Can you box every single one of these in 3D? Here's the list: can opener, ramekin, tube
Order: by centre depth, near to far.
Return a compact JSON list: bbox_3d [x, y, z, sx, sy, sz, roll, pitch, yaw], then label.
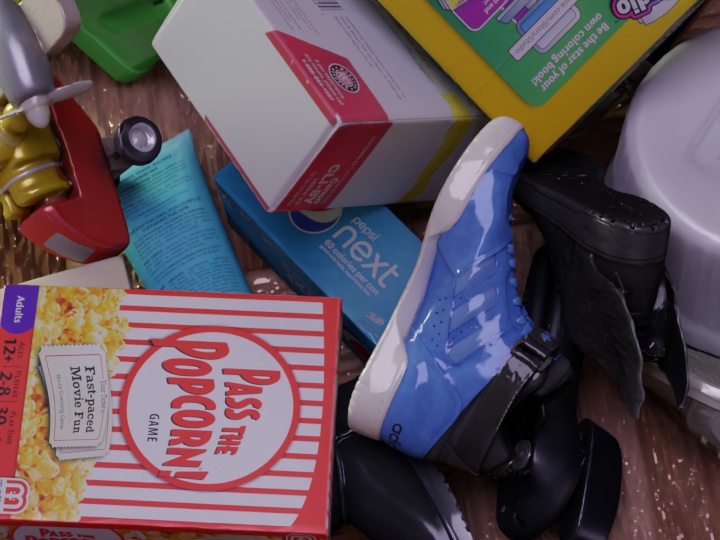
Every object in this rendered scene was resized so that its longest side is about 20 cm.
[{"bbox_3d":[0.112,0.071,1.545,0.063,0.079,0.201,-24,51,39],"label":"can opener"},{"bbox_3d":[0.244,-0.054,1.548,0.200,0.098,0.201,-1,58,1],"label":"ramekin"},{"bbox_3d":[-0.106,0.000,1.607,0.077,0.050,0.200,-24,58,-6],"label":"tube"}]

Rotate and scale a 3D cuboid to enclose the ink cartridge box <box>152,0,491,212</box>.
[{"bbox_3d":[-0.003,-0.116,1.568,0.200,0.083,0.145,-6,52,-47],"label":"ink cartridge box"}]

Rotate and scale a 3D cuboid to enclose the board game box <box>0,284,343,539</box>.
[{"bbox_3d":[-0.112,0.087,1.486,0.199,0.046,0.152,2,61,1],"label":"board game box"}]

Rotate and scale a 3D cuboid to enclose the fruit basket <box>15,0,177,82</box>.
[{"bbox_3d":[-0.196,-0.219,1.668,0.215,0.216,0.156,21,68,16],"label":"fruit basket"}]

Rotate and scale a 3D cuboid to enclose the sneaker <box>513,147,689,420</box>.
[{"bbox_3d":[0.134,0.002,1.508,0.060,0.105,0.200,-7,21,-20],"label":"sneaker"}]

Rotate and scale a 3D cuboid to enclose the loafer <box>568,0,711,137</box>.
[{"bbox_3d":[0.171,-0.151,1.574,0.072,0.200,0.063,-4,47,-42],"label":"loafer"}]

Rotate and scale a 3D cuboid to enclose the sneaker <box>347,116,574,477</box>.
[{"bbox_3d":[0.081,0.020,1.477,0.111,0.077,0.200,23,84,10],"label":"sneaker"}]

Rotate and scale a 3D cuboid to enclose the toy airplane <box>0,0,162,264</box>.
[{"bbox_3d":[-0.233,-0.102,1.571,0.199,0.200,0.141,23,47,30],"label":"toy airplane"}]

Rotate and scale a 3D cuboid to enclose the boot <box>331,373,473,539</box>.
[{"bbox_3d":[-0.045,0.163,1.505,0.199,0.066,0.165,-25,56,-8],"label":"boot"}]

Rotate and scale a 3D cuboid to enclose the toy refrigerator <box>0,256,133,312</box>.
[{"bbox_3d":[-0.227,0.065,1.576,0.199,0.070,0.076,-16,59,-3],"label":"toy refrigerator"}]

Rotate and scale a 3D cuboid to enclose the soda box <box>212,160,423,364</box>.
[{"bbox_3d":[0.000,0.000,1.581,0.068,0.064,0.200,-39,67,-12],"label":"soda box"}]

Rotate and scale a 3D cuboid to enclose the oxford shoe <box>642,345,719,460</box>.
[{"bbox_3d":[0.227,0.094,1.510,0.200,0.075,0.058,29,109,24],"label":"oxford shoe"}]

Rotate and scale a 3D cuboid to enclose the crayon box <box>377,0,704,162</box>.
[{"bbox_3d":[0.116,-0.195,1.507,0.173,0.058,0.200,46,107,2],"label":"crayon box"}]
